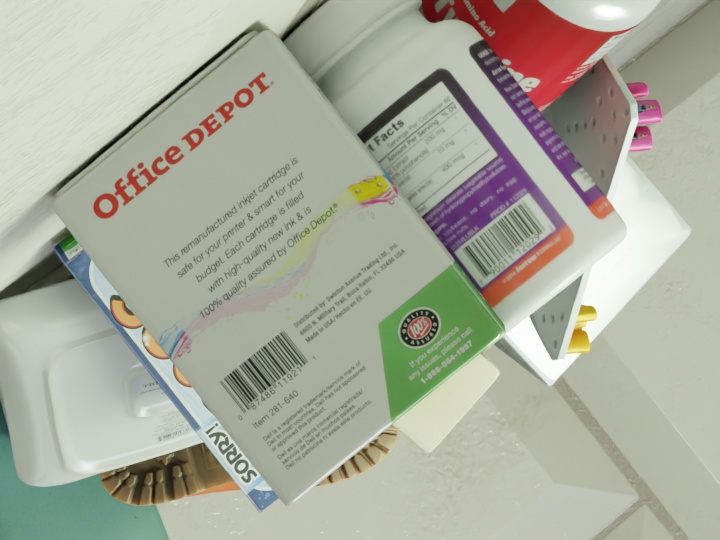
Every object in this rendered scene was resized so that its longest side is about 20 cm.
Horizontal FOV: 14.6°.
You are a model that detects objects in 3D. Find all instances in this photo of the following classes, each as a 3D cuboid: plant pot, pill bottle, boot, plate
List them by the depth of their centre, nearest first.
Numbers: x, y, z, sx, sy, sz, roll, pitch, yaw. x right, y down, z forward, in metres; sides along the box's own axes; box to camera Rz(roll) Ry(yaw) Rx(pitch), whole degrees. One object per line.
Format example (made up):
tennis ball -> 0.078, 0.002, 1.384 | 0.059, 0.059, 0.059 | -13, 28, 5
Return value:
pill bottle -> 0.046, -0.066, 1.540 | 0.111, 0.200, 0.111 | -37, 177, -2
pill bottle -> 0.103, -0.166, 1.587 | 0.112, 0.112, 0.200 | -36, 176, -40
plate -> -0.120, 0.059, 1.701 | 0.198, 0.032, 0.201 | -17, 147, -11
boot -> -0.075, 0.111, 1.864 | 0.198, 0.076, 0.107 | -7, 176, -4
plant pot -> -0.226, 0.178, 1.936 | 0.141, 0.200, 0.141 | -36, 176, -42

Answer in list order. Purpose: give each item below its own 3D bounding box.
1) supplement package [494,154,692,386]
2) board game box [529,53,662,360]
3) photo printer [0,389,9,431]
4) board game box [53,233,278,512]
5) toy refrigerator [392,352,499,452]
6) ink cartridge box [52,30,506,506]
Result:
supplement package -> 0.099, -0.048, 1.997 | 0.152, 0.151, 0.200 | -47, -150, -4
board game box -> 0.118, -0.083, 1.730 | 0.026, 0.201, 0.201 | -4, 133, -20
photo printer -> -0.136, 0.054, 1.823 | 0.199, 0.070, 0.166 | -15, 173, -10
board game box -> -0.065, 0.024, 1.625 | 0.135, 0.200, 0.034 | -39, -156, -3
toy refrigerator -> -0.018, 0.007, 1.565 | 0.070, 0.200, 0.076 | -48, -161, 3
ink cartridge box -> -0.041, -0.003, 1.454 | 0.145, 0.200, 0.084 | -38, 180, 4
